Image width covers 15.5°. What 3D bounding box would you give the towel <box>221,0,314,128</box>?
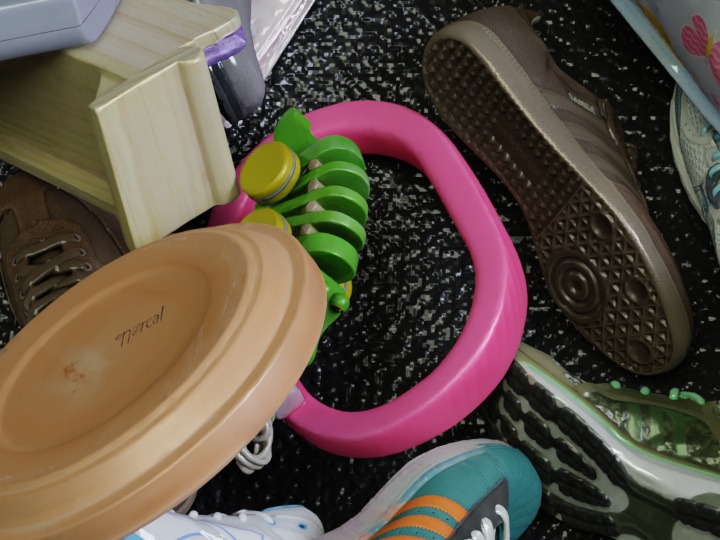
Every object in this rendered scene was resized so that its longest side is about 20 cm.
[{"bbox_3d":[-0.102,-0.195,1.401,0.199,0.032,0.192,31,78,17],"label":"towel"}]

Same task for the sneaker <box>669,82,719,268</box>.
[{"bbox_3d":[0.200,-0.030,1.267,0.077,0.086,0.201,-16,69,4],"label":"sneaker"}]

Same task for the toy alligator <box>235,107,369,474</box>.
[{"bbox_3d":[-0.024,0.001,1.231,0.054,0.059,0.201,-20,48,32],"label":"toy alligator"}]

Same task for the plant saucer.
[{"bbox_3d":[-0.106,0.047,1.156,0.199,0.032,0.201,-27,28,16],"label":"plant saucer"}]

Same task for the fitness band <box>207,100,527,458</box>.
[{"bbox_3d":[0.000,0.000,1.288,0.143,0.037,0.201,-33,49,6],"label":"fitness band"}]

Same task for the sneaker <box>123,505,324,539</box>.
[{"bbox_3d":[-0.064,0.137,1.237,0.200,0.075,0.087,36,63,-18],"label":"sneaker"}]

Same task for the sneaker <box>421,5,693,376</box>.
[{"bbox_3d":[0.113,-0.047,1.295,0.075,0.070,0.201,-29,85,-41],"label":"sneaker"}]

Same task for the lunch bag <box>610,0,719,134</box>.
[{"bbox_3d":[0.220,-0.154,1.244,0.169,0.127,0.200,-29,67,-15],"label":"lunch bag"}]

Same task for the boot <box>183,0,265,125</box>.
[{"bbox_3d":[-0.045,-0.182,1.340,0.131,0.070,0.201,-16,74,-4],"label":"boot"}]

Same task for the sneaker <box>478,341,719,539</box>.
[{"bbox_3d":[0.144,0.085,1.260,0.199,0.077,0.089,33,48,19],"label":"sneaker"}]

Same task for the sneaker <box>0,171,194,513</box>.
[{"bbox_3d":[-0.132,0.027,1.298,0.070,0.076,0.201,-26,70,-1],"label":"sneaker"}]

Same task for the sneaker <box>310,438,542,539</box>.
[{"bbox_3d":[0.025,0.144,1.191,0.080,0.072,0.199,25,40,37],"label":"sneaker"}]

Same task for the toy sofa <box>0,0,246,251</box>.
[{"bbox_3d":[-0.139,-0.091,1.301,0.097,0.083,0.199,-33,38,-30],"label":"toy sofa"}]

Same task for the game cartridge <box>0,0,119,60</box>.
[{"bbox_3d":[-0.179,-0.160,1.311,0.132,0.042,0.200,-7,33,2],"label":"game cartridge"}]
